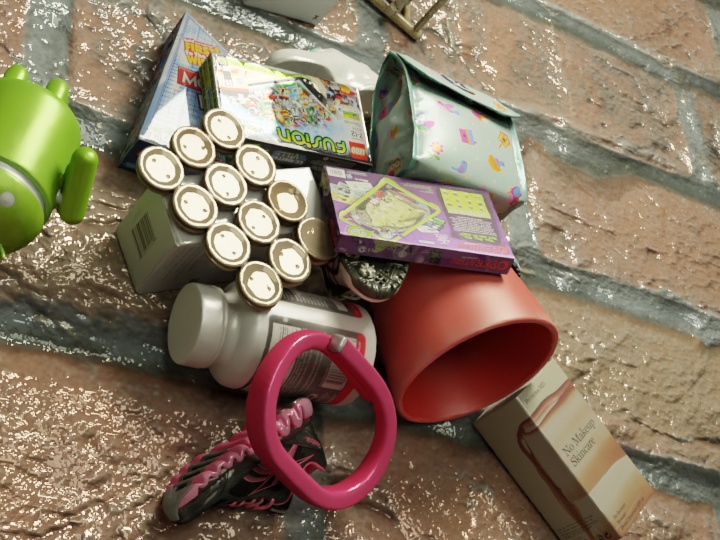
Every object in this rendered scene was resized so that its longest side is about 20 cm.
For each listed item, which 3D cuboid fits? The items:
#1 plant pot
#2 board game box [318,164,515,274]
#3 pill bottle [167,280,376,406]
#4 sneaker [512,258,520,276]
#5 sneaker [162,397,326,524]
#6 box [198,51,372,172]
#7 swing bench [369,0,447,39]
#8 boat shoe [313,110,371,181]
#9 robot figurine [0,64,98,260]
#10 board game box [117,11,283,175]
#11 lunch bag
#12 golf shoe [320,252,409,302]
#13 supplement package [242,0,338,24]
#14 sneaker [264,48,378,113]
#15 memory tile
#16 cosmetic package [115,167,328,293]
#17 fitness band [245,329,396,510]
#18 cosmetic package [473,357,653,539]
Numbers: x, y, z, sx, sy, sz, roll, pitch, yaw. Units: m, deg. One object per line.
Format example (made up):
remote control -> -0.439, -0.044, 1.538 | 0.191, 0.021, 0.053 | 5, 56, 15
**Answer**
plant pot -> 0.097, 0.044, 1.365 | 0.198, 0.201, 0.179 | 0, 52, -37
board game box -> 0.058, -0.054, 1.297 | 0.197, 0.033, 0.121 | 8, 34, -18
pill bottle -> -0.092, 0.071, 1.244 | 0.198, 0.111, 0.112 | 14, 55, -31
sneaker -> 0.124, -0.043, 1.515 | 0.199, 0.072, 0.073 | 32, 40, -22
sneaker -> -0.104, 0.205, 1.187 | 0.199, 0.078, 0.097 | -30, 100, -42
box -> -0.083, -0.173, 1.371 | 0.198, 0.035, 0.112 | 8, 59, -35
swing bench -> 0.055, -0.452, 1.625 | 0.198, 0.199, 0.131 | 23, 51, -24
boat shoe -> 0.011, -0.166, 1.501 | 0.199, 0.076, 0.072 | -17, 72, -44
robot figurine -> -0.339, -0.101, 1.156 | 0.173, 0.116, 0.202 | 19, 52, -6
board game box -> -0.169, -0.185, 1.381 | 0.198, 0.062, 0.202 | 17, 55, -29
lunch bag -> 0.099, -0.159, 1.439 | 0.169, 0.122, 0.202 | 19, 52, -26
golf shoe -> 0.000, 0.000, 1.315 | 0.076, 0.089, 0.200 | 3, 22, -16
supplement package -> -0.088, -0.441, 1.565 | 0.116, 0.117, 0.203 | 8, 59, -34
sneaker -> -0.053, -0.247, 1.510 | 0.199, 0.075, 0.089 | 9, 45, -48
memory tile -> -0.121, -0.064, 1.219 | 0.200, 0.017, 0.153 | 49, 45, -1
cosmetic package -> -0.142, -0.044, 1.278 | 0.198, 0.113, 0.082 | -7, 68, -38
fitness band -> -0.034, 0.148, 1.185 | 0.145, 0.037, 0.200 | -58, 132, -22
cosmetic package -> 0.239, 0.220, 1.425 | 0.201, 0.087, 0.103 | 51, 46, 1
